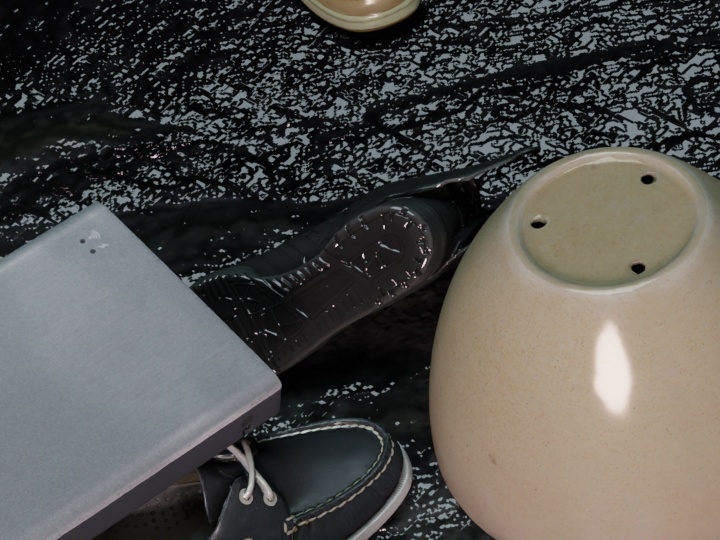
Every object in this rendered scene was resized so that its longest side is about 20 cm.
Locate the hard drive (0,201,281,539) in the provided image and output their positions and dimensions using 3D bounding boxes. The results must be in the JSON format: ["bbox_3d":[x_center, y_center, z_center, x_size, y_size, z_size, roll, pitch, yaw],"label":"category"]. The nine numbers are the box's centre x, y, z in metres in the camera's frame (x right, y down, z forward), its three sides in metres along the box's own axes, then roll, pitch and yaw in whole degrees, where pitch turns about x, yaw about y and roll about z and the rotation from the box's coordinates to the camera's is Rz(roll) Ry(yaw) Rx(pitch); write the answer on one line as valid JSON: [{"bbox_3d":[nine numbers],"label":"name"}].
[{"bbox_3d":[-0.156,0.066,1.258,0.200,0.033,0.140,-33,61,-26],"label":"hard drive"}]

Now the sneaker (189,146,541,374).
[{"bbox_3d":[-0.002,-0.003,1.385,0.199,0.060,0.104,-26,3,26],"label":"sneaker"}]

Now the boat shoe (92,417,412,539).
[{"bbox_3d":[-0.071,0.115,1.292,0.199,0.060,0.076,-26,47,-11],"label":"boat shoe"}]

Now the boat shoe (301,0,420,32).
[{"bbox_3d":[-0.021,-0.215,1.585,0.074,0.067,0.200,-21,46,-7],"label":"boat shoe"}]

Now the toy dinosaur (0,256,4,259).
[{"bbox_3d":[-0.194,0.027,1.374,0.199,0.101,0.058,3,44,12],"label":"toy dinosaur"}]

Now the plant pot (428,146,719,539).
[{"bbox_3d":[0.121,0.021,1.284,0.199,0.135,0.201,-7,46,7],"label":"plant pot"}]
